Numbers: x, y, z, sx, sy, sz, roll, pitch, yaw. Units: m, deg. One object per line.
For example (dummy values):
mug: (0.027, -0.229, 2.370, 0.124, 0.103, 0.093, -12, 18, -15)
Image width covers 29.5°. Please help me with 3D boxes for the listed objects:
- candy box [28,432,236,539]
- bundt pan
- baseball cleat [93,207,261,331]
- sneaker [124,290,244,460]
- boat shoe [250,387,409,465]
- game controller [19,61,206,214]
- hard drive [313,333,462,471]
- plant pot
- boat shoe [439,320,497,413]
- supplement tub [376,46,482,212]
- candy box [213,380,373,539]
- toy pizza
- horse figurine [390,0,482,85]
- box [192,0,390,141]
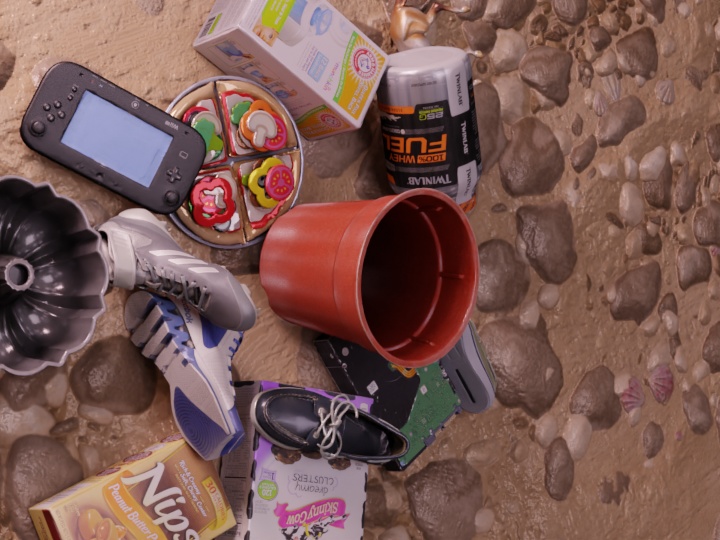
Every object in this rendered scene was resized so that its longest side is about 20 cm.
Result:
candy box: (-0.240, 0.263, 1.459, 0.200, 0.055, 0.116, -25, 99, -38)
bundt pan: (-0.361, 0.008, 1.380, 0.202, 0.076, 0.202, 5, 81, -39)
baseball cleat: (-0.206, 0.012, 1.459, 0.106, 0.200, 0.070, -31, 149, -46)
sneaker: (-0.164, 0.098, 1.502, 0.115, 0.081, 0.200, -15, 69, -46)
boat shoe: (-0.032, 0.179, 1.542, 0.200, 0.062, 0.075, 27, 69, -33)
game controller: (-0.265, -0.142, 1.476, 0.200, 0.042, 0.104, 28, 93, -27)
hard drive: (0.038, 0.132, 1.712, 0.140, 0.038, 0.200, -41, 109, -35)
plant pot: (0.000, 0.000, 1.582, 0.201, 0.195, 0.201, -7, 100, -44)
boat shoe: (0.120, 0.091, 1.775, 0.200, 0.072, 0.062, 66, 25, -15)
supplement tub: (0.088, -0.172, 1.719, 0.122, 0.122, 0.200, -27, 117, -38)
candy box: (-0.075, 0.238, 1.584, 0.168, 0.071, 0.200, 13, 76, -37)
toy pizza: (-0.146, -0.125, 1.579, 0.200, 0.032, 0.201, -2, 94, -34)
horse figurine: (0.089, -0.298, 1.787, 0.132, 0.050, 0.200, -19, 106, -16)
box: (-0.079, -0.259, 1.624, 0.200, 0.101, 0.113, 38, 63, -29)
